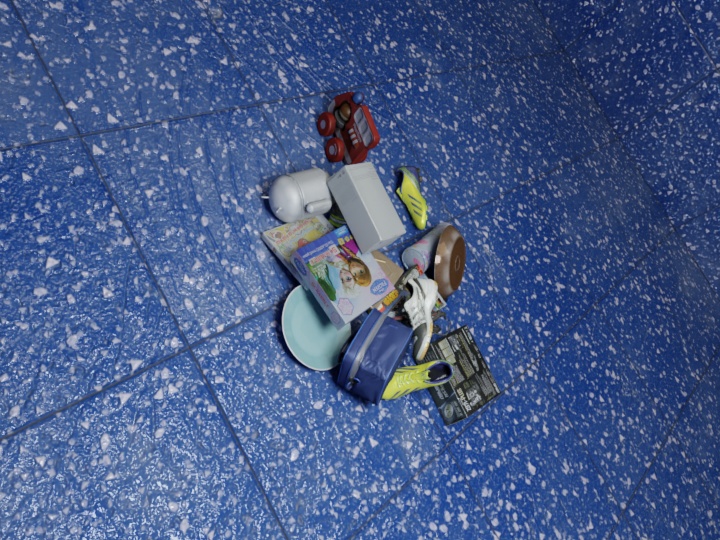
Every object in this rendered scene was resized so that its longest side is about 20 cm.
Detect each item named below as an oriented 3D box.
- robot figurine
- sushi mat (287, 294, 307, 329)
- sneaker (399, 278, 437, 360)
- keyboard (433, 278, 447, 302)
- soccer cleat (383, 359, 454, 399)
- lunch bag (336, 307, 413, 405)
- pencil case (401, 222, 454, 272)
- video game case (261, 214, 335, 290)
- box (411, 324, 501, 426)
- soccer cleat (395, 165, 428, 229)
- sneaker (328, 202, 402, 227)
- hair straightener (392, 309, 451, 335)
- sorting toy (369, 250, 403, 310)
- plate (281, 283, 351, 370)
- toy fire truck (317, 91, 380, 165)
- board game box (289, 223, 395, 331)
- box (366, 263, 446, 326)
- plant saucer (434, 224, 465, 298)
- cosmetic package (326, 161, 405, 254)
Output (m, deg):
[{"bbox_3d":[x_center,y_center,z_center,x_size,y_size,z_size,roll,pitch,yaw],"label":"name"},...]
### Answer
[{"bbox_3d":[-0.145,-0.185,1.499,0.197,0.116,0.168,-21,36,-36],"label":"robot figurine"},{"bbox_3d":[-0.086,0.071,1.477,0.198,0.012,0.097,-25,82,-43],"label":"sushi mat"},{"bbox_3d":[0.133,0.116,1.486,0.085,0.076,0.206,11,66,-4],"label":"sneaker"},{"bbox_3d":[0.180,0.086,1.662,0.197,0.039,0.106,-22,80,-42],"label":"keyboard"},{"bbox_3d":[0.132,0.257,1.455,0.194,0.084,0.067,-15,80,-7],"label":"soccer cleat"},{"bbox_3d":[0.023,0.198,1.399,0.130,0.138,0.201,26,45,11],"label":"lunch bag"},{"bbox_3d":[0.198,-0.064,1.722,0.199,0.089,0.085,-36,105,-44],"label":"pencil case"},{"bbox_3d":[-0.114,-0.054,1.480,0.198,0.023,0.182,-26,65,-43],"label":"video game case"},{"bbox_3d":[0.251,0.269,1.582,0.161,0.086,0.204,-20,79,-43],"label":"box"},{"bbox_3d":[0.148,-0.212,1.790,0.081,0.065,0.206,-6,71,-12],"label":"soccer cleat"},{"bbox_3d":[0.014,-0.144,1.569,0.193,0.083,0.074,8,20,-1],"label":"sneaker"},{"bbox_3d":[0.154,0.148,1.541,0.195,0.041,0.079,-5,75,-33],"label":"hair straightener"},{"bbox_3d":[0.000,0.000,1.543,0.183,0.037,0.200,37,41,4],"label":"sorting toy"},{"bbox_3d":[-0.104,0.130,1.406,0.196,0.025,0.206,17,63,-36],"label":"plate"},{"bbox_3d":[-0.025,-0.400,1.682,0.110,0.167,0.205,-6,69,-39],"label":"toy fire truck"},{"bbox_3d":[-0.039,0.008,1.423,0.198,0.041,0.202,-31,84,-45],"label":"board game box"},{"bbox_3d":[0.120,0.094,1.583,0.199,0.040,0.138,-38,92,-32],"label":"box"},{"bbox_3d":[0.253,-0.021,1.676,0.199,0.036,0.207,-24,118,-59],"label":"plant saucer"},{"bbox_3d":[0.015,-0.153,1.478,0.111,0.080,0.204,-16,79,-48],"label":"cosmetic package"}]
